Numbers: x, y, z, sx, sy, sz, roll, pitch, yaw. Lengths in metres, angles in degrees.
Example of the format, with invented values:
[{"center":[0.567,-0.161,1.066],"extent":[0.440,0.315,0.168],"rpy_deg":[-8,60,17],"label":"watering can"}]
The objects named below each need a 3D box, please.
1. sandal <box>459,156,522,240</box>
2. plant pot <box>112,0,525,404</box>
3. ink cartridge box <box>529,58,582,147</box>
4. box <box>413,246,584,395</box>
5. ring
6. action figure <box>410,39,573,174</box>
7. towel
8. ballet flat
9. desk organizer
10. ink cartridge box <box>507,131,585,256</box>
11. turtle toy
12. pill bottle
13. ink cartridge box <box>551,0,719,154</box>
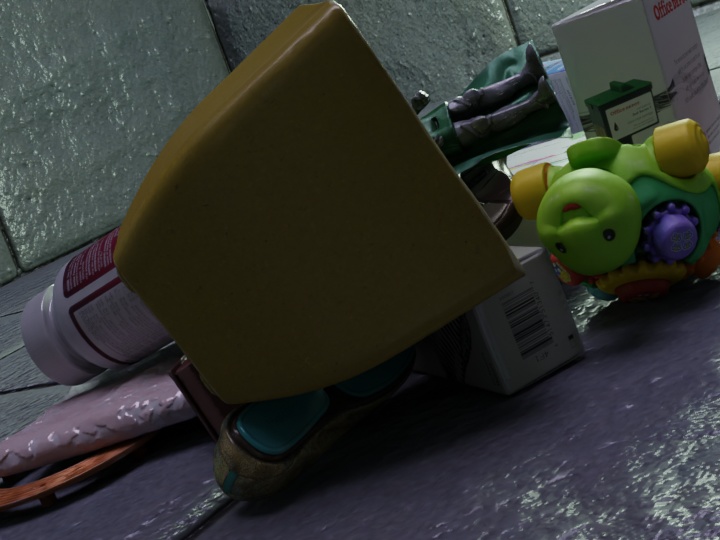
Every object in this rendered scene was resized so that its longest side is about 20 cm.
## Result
[{"center":[0.105,-0.058,0.968],"extent":[0.082,0.055,0.201],"rpy_deg":[-42,19,12],"label":"sandal"},{"center":[-0.047,-0.029,0.776],"extent":[0.199,0.196,0.194],"rpy_deg":[-38,14,0],"label":"plant pot"},{"center":[0.253,-0.169,1.348],"extent":[0.076,0.138,0.200],"rpy_deg":[-28,12,-13],"label":"ink cartridge box"},{"center":[0.071,0.029,0.868],"extent":[0.068,0.083,0.199],"rpy_deg":[-26,10,-19],"label":"box"},{"center":[-0.246,0.159,1.021],"extent":[0.198,0.019,0.201],"rpy_deg":[-22,10,4],"label":"ring"},{"center":[0.059,-0.104,0.951],"extent":[0.198,0.055,0.119],"rpy_deg":[-28,42,15],"label":"action figure"},{"center":[-0.198,0.108,1.047],"extent":[0.197,0.033,0.191],"rpy_deg":[-20,11,14],"label":"towel"},{"center":[-0.032,0.093,0.819],"extent":[0.070,0.072,0.199],"rpy_deg":[-13,12,37],"label":"ballet flat"},{"center":[-0.081,0.062,0.989],"extent":[0.076,0.072,0.200],"rpy_deg":[-32,8,14],"label":"desk organizer"},{"center":[0.167,-0.059,1.105],"extent":[0.143,0.085,0.200],"rpy_deg":[-14,13,34],"label":"ink cartridge box"},{"center":[0.180,-0.034,0.836],"extent":[0.144,0.103,0.199],"rpy_deg":[-16,-20,30],"label":"turtle toy"},{"center":[-0.200,0.019,1.066],"extent":[0.198,0.111,0.110],"rpy_deg":[-30,6,26],"label":"pill bottle"},{"center":[0.245,-0.136,1.015],"extent":[0.083,0.203,0.146],"rpy_deg":[-14,12,31],"label":"ink cartridge box"}]
